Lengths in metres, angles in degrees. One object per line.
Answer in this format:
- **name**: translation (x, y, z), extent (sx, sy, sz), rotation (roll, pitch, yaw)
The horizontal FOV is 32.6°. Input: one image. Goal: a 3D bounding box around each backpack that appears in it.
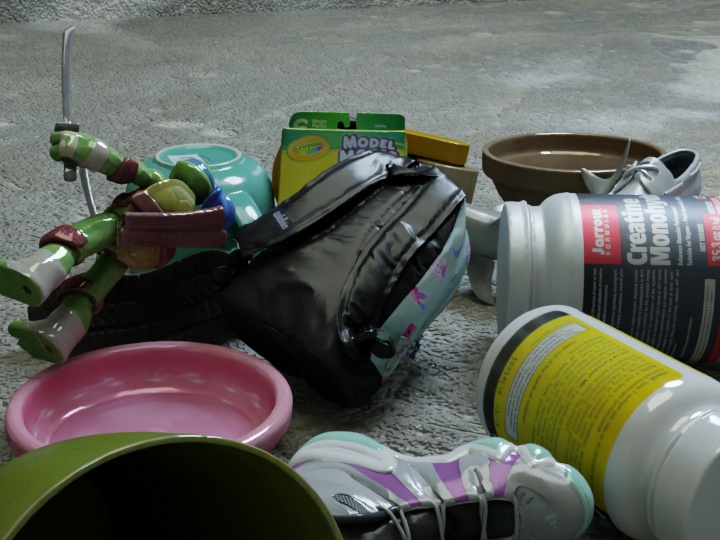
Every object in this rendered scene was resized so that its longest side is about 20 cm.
- **backpack**: translation (0.000, 0.000, 0.993), extent (0.167, 0.127, 0.200), rotation (32, 64, 21)

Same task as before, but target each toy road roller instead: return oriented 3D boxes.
- **toy road roller**: translation (0.010, -0.081, 1.224), extent (0.199, 0.123, 0.146), rotation (13, 11, 7)

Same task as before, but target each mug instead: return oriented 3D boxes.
- **mug**: translation (-0.148, -0.061, 1.240), extent (0.184, 0.115, 0.152), rotation (8, 22, 20)

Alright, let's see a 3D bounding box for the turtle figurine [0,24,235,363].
- **turtle figurine**: translation (-0.218, -0.039, 0.951), extent (0.200, 0.144, 0.194), rotation (40, 53, -4)

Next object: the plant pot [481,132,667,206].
- **plant pot**: translation (0.231, -0.088, 1.345), extent (0.200, 0.093, 0.201), rotation (1, 17, 0)

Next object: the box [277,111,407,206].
- **box**: translation (-0.017, -0.053, 1.114), extent (0.117, 0.201, 0.048), rotation (1, -14, 4)

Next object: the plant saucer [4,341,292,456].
- **plant saucer**: translation (-0.148, 0.111, 0.874), extent (0.200, 0.051, 0.201), rotation (1, 21, 0)

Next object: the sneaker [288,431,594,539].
- **sneaker**: translation (0.030, 0.160, 0.727), extent (0.199, 0.078, 0.140), rotation (-2, 20, 22)

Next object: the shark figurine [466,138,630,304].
- **shark figurine**: translation (0.165, -0.051, 1.162), extent (0.214, 0.090, 0.129), rotation (-11, 65, -8)

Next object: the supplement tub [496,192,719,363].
- **supplement tub**: translation (0.218, 0.006, 1.031), extent (0.199, 0.141, 0.140), rotation (1, 20, 2)

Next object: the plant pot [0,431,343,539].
- **plant pot**: translation (-0.133, 0.159, 0.608), extent (0.187, 0.188, 0.200), rotation (-13, 9, -31)

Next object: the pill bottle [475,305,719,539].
- **pill bottle**: translation (0.175, 0.106, 0.804), extent (0.114, 0.115, 0.200), rotation (-11, 23, -28)

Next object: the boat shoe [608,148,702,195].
- **boat shoe**: translation (0.272, -0.074, 1.167), extent (0.072, 0.069, 0.200), rotation (18, 26, 41)

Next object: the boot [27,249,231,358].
- **boot**: translation (-0.175, 0.034, 1.085), extent (0.199, 0.078, 0.138), rotation (-9, -3, 11)
